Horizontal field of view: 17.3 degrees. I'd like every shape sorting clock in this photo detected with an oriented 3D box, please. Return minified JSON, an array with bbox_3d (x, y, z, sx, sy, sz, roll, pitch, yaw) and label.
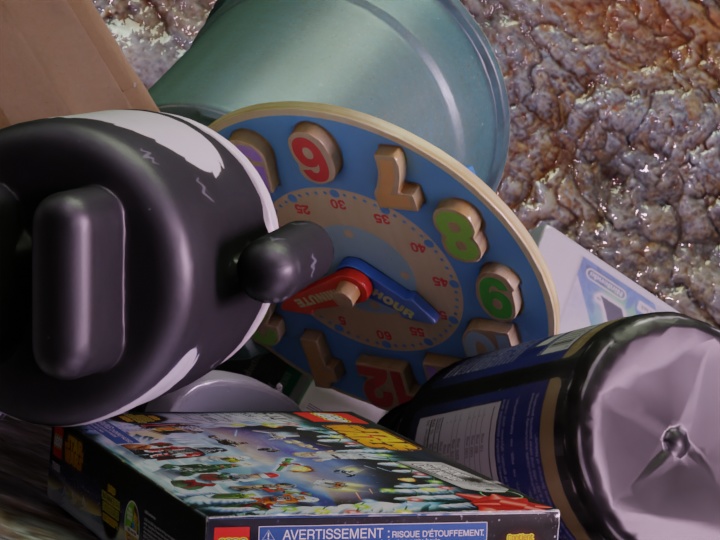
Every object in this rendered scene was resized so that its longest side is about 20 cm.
[{"bbox_3d":[0.000,0.000,1.129,0.200,0.039,0.200,19,-35,14],"label":"shape sorting clock"}]

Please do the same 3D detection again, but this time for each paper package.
[{"bbox_3d":[-0.178,-0.047,1.168,0.191,0.103,0.200,58,-28,-3],"label":"paper package"}]

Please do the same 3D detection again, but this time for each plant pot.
[{"bbox_3d":[-0.043,-0.057,1.309,0.200,0.200,0.196,21,32,14],"label":"plant pot"}]

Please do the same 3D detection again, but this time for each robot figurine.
[{"bbox_3d":[-0.107,-0.006,0.974,0.150,0.125,0.200,42,15,8],"label":"robot figurine"}]

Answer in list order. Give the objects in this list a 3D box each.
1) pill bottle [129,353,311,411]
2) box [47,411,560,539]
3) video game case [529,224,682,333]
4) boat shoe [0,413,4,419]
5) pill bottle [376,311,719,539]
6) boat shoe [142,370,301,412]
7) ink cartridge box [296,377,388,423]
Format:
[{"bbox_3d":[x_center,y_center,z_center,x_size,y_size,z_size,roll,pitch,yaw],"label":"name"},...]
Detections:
[{"bbox_3d":[-0.092,0.059,1.385,0.200,0.113,0.113,21,-2,27],"label":"pill bottle"},{"bbox_3d":[-0.029,0.090,0.916,0.137,0.040,0.200,2,7,-24],"label":"box"},{"bbox_3d":[0.142,0.100,1.224,0.200,0.182,0.022,33,-32,-18],"label":"video game case"},{"bbox_3d":[-0.192,0.039,1.102,0.066,0.072,0.200,20,-7,-33],"label":"boat shoe"},{"bbox_3d":[0.084,0.086,1.056,0.112,0.112,0.200,22,-20,-25],"label":"pill bottle"},{"bbox_3d":[-0.048,0.091,1.141,0.086,0.075,0.202,20,-5,44],"label":"boat shoe"},{"bbox_3d":[0.009,0.071,1.311,0.050,0.161,0.200,29,0,9],"label":"ink cartridge box"}]
